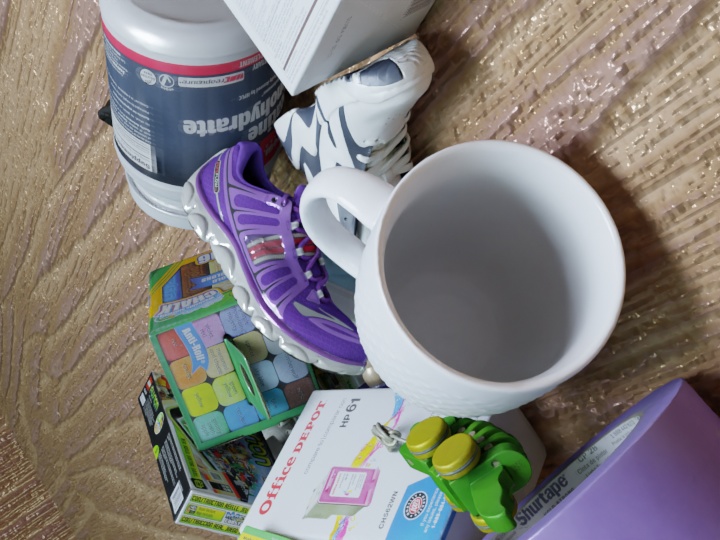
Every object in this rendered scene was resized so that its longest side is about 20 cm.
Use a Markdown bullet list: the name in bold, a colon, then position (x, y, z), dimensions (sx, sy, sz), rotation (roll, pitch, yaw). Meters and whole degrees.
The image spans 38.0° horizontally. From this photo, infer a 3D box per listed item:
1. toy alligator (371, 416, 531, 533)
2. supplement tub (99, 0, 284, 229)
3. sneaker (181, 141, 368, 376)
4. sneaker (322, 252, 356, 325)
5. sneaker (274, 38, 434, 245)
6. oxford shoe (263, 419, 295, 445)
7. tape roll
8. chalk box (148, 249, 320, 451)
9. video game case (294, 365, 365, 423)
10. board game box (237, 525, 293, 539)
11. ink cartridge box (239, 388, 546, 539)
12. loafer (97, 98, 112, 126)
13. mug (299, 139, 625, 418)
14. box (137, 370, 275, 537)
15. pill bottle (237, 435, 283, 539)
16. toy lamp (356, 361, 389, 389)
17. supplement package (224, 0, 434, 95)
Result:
- **toy alligator**: position (0.063, 0.118, 0.694), dimensions (0.060, 0.054, 0.200), rotation (55, 168, -18)
- **supplement tub**: position (-0.128, -0.145, 0.824), dimensions (0.140, 0.140, 0.201), rotation (43, 147, 26)
- **sneaker**: position (-0.053, -0.012, 0.745), dimensions (0.201, 0.083, 0.080), rotation (53, -164, 18)
- **sneaker**: position (0.000, 0.000, 0.819), dimensions (0.198, 0.083, 0.074), rotation (26, 173, 2)
- **sneaker**: position (0.015, -0.074, 0.730), dimensions (0.131, 0.079, 0.199), rotation (61, 151, -6)
- **oxford shoe**: position (-0.085, 0.180, 1.146), dimensions (0.057, 0.075, 0.202), rotation (-13, 100, 17)
- **tape roll**: position (0.143, 0.161, 0.618), dimensions (0.085, 0.199, 0.200), rotation (49, 149, 9)
- **chalk box**: position (-0.112, 0.068, 0.932), dimensions (0.200, 0.123, 0.126), rotation (-117, 8, -69)
- **video game case**: position (-0.004, 0.173, 1.044), dimensions (0.201, 0.022, 0.182), rotation (62, 151, -2)
- **board game box**: position (0.010, 0.261, 0.777), dimensions (0.198, 0.029, 0.135), rotation (11, 139, 25)
- **ink cartridge box**: position (0.023, 0.171, 0.810), dimensions (0.199, 0.145, 0.085), rotation (-9, 130, 41)
- **loafer**: position (-0.200, -0.165, 1.005), dimensions (0.073, 0.072, 0.200), rotation (33, 168, -17)
- **mug**: position (0.046, 0.005, 0.665), dimensions (0.199, 0.148, 0.175), rotation (34, 162, 3)
- **box**: position (-0.133, 0.168, 0.955), dimensions (0.035, 0.109, 0.200), rotation (-62, 30, 13)
- **pill bottle**: position (-0.056, 0.271, 1.066), dimensions (0.200, 0.112, 0.112), rotation (49, 150, 6)
- **toy lamp**: position (-0.006, 0.053, 0.901), dimensions (0.058, 0.058, 0.202), rotation (-10, 107, 59)
- **supplement package**: position (-0.043, -0.234, 0.641), dimensions (0.201, 0.109, 0.114), rotation (55, 151, 7)
